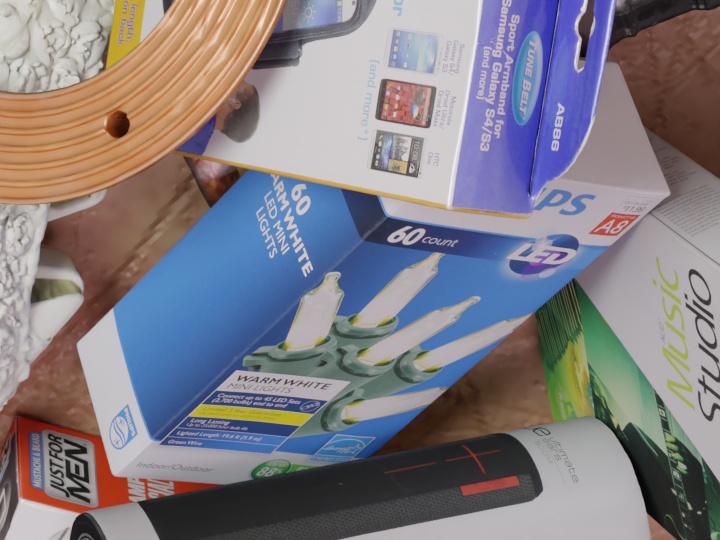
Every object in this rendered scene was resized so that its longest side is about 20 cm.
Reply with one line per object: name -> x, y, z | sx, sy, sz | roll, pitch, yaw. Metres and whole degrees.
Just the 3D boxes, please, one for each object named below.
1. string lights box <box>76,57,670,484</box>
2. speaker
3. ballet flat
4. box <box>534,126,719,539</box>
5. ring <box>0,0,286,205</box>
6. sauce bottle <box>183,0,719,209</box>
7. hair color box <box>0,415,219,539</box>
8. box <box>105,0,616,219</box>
string lights box -> 0.000, 0.000, 1.005 | 0.103, 0.059, 0.200 | 7, 143, -39
speaker -> 0.002, 0.108, 1.050 | 0.199, 0.081, 0.081 | -9, 121, -19
ballet flat -> -0.122, -0.015, 1.022 | 0.072, 0.072, 0.200 | 9, 117, -12
box -> 0.119, 0.035, 1.014 | 0.036, 0.200, 0.145 | -21, 121, -17
ring -> -0.098, -0.120, 0.929 | 0.200, 0.201, 0.019 | -46, 157, 18
sauce bottle -> 0.032, -0.079, 1.017 | 0.200, 0.066, 0.066 | -23, 120, 4
hair color box -> -0.055, 0.138, 1.129 | 0.199, 0.064, 0.111 | 16, 116, -17
box -> -0.003, -0.086, 0.907 | 0.041, 0.200, 0.119 | 5, 95, -40
